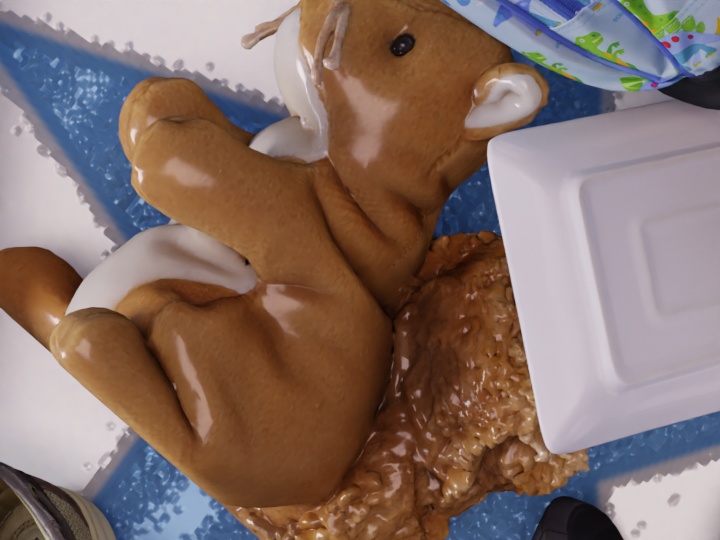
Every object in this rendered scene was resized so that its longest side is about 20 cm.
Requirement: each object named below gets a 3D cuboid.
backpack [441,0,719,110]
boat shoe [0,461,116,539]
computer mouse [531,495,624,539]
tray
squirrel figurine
[{"bbox_3d":[0.052,-0.147,0.922,0.154,0.163,0.200,-36,126,11],"label":"backpack"},{"bbox_3d":[-0.106,0.153,0.983,0.072,0.066,0.201,-32,52,14],"label":"boat shoe"},{"bbox_3d":[0.088,0.185,0.987,0.046,0.140,0.200,-25,92,23],"label":"computer mouse"},{"bbox_3d":[0.136,-0.010,0.967,0.200,0.022,0.108,-13,91,-33],"label":"tray"},{"bbox_3d":[0.000,0.000,0.992,0.200,0.142,0.187,42,85,-13],"label":"squirrel figurine"}]
